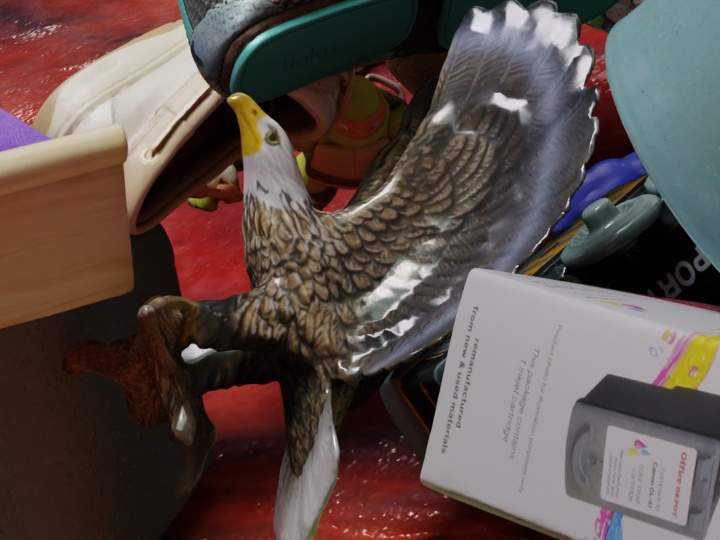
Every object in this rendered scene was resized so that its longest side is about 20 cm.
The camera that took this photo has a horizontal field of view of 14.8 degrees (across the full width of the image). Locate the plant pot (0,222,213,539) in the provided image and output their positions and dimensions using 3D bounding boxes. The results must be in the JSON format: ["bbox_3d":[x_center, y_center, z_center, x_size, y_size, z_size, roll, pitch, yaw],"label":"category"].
[{"bbox_3d":[-0.178,0.045,1.156,0.200,0.196,0.196,-21,27,-21],"label":"plant pot"}]

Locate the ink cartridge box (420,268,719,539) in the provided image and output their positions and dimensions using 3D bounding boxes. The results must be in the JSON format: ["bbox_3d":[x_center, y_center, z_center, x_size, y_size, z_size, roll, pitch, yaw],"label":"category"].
[{"bbox_3d":[0.141,0.064,0.942,0.147,0.086,0.200,10,4,-41],"label":"ink cartridge box"}]

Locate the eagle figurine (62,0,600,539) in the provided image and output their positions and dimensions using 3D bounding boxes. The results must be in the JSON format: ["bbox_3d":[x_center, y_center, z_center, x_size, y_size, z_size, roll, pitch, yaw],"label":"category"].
[{"bbox_3d":[-0.002,-0.007,1.042,0.200,0.151,0.152,-25,40,-22],"label":"eagle figurine"}]

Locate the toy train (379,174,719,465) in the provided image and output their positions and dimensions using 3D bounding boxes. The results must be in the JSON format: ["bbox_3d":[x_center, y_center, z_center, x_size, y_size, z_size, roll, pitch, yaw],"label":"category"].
[{"bbox_3d":[0.097,0.015,1.115,0.200,0.085,0.114,-41,12,-29],"label":"toy train"}]

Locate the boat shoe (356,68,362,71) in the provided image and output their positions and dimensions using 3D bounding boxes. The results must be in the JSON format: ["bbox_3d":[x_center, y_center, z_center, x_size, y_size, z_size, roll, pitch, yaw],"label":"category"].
[{"bbox_3d":[0.005,-0.142,1.476,0.076,0.072,0.200,-49,35,-16],"label":"boat shoe"}]

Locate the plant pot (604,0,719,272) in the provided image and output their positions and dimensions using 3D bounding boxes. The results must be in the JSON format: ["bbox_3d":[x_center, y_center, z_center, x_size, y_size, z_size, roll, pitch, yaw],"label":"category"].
[{"bbox_3d":[0.197,-0.082,0.987,0.188,0.200,0.200,-34,23,23],"label":"plant pot"}]

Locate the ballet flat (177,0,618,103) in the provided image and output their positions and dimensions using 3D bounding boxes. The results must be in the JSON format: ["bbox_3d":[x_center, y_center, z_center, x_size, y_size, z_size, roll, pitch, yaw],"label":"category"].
[{"bbox_3d":[0.016,-0.120,1.095,0.200,0.074,0.074,-14,22,-33],"label":"ballet flat"}]

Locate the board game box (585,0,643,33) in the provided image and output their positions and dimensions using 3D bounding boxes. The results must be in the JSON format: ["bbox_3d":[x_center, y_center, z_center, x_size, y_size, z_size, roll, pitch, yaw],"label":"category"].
[{"bbox_3d":[0.101,-0.130,1.227,0.200,0.029,0.134,27,15,31],"label":"board game box"}]

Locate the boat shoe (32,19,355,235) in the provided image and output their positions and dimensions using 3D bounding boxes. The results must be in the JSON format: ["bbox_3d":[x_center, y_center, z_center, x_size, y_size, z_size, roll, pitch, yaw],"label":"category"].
[{"bbox_3d":[-0.037,-0.079,1.131,0.200,0.074,0.069,-36,67,-19],"label":"boat shoe"}]

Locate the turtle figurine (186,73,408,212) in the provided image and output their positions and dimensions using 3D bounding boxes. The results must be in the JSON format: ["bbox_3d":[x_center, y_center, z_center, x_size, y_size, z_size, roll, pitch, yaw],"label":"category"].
[{"bbox_3d":[-0.014,-0.052,1.226,0.199,0.065,0.161,-12,-17,-6],"label":"turtle figurine"}]

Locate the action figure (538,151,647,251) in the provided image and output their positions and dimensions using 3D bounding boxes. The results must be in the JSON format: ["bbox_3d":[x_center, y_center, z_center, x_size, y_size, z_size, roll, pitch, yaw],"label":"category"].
[{"bbox_3d":[0.093,-0.022,1.214,0.200,0.066,0.052,-25,51,-10],"label":"action figure"}]

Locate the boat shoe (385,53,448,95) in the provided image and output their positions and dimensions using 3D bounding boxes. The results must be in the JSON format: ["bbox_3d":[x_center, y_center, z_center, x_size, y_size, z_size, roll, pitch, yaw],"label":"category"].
[{"bbox_3d":[0.058,-0.103,1.264,0.072,0.200,0.065,17,83,10],"label":"boat shoe"}]

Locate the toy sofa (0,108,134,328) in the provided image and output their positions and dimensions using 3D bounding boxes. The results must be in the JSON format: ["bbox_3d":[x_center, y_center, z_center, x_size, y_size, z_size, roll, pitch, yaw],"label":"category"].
[{"bbox_3d":[-0.163,-0.055,1.038,0.083,0.098,0.200,-14,24,-27],"label":"toy sofa"}]
